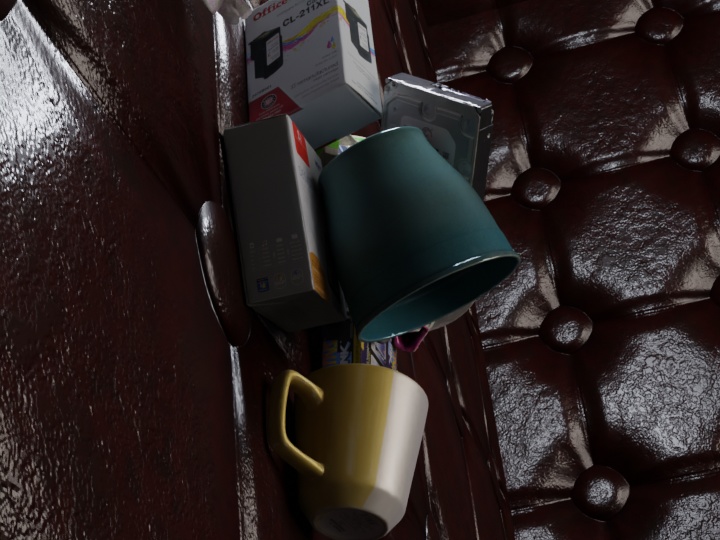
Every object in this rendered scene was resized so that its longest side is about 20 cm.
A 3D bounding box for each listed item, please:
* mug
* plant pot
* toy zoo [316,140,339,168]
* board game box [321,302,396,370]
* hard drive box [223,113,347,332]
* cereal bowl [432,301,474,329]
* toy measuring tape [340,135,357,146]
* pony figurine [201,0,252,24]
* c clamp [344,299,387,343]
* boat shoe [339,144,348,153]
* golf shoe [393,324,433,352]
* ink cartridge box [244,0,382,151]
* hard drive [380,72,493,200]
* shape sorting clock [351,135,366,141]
[{"bbox_3d":[-0.022,0.199,1.325,0.150,0.185,0.154,117,-17,-51],"label":"mug"},{"bbox_3d":[0.047,-0.048,1.383,0.189,0.199,0.200,64,7,14],"label":"plant pot"},{"bbox_3d":[-0.052,-0.205,1.602,0.131,0.020,0.201,131,-33,-58],"label":"toy zoo"},{"bbox_3d":[0.000,0.144,1.566,0.165,0.056,0.201,59,28,-57],"label":"board game box"},{"bbox_3d":[-0.082,-0.048,1.373,0.156,0.076,0.201,46,32,-72],"label":"hard drive box"},{"bbox_3d":[0.081,-0.003,1.868,0.084,0.199,0.201,-98,169,-46],"label":"cereal bowl"},{"bbox_3d":[-0.032,-0.195,1.734,0.200,0.073,0.074,45,21,-17],"label":"toy measuring tape"},{"bbox_3d":[-0.148,-0.390,1.322,0.193,0.166,0.200,39,27,-16],"label":"pony figurine"},{"bbox_3d":[0.008,-0.015,1.526,0.172,0.027,0.200,-81,152,-42],"label":"c clamp"},{"bbox_3d":[0.029,-0.107,1.645,0.073,0.199,0.072,-60,-153,23],"label":"boat shoe"},{"bbox_3d":[0.078,0.028,1.603,0.201,0.075,0.092,92,17,-51],"label":"golf shoe"},{"bbox_3d":[-0.062,-0.252,1.512,0.083,0.145,0.201,37,37,-46],"label":"ink cartridge box"},{"bbox_3d":[0.084,-0.120,1.469,0.038,0.139,0.201,-27,132,-47],"label":"hard drive"},{"bbox_3d":[0.027,-0.140,1.835,0.201,0.199,0.039,-90,-161,-52],"label":"shape sorting clock"}]
